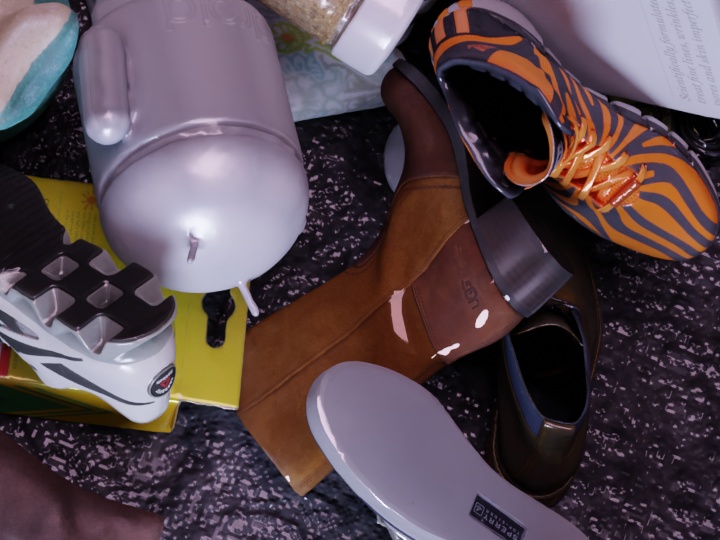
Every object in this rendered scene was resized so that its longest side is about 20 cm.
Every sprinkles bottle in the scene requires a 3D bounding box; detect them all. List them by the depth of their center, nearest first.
[{"bbox_3d":[-0.060,-0.186,1.539,0.200,0.068,0.068,32,65,-4],"label":"sprinkles bottle"}]

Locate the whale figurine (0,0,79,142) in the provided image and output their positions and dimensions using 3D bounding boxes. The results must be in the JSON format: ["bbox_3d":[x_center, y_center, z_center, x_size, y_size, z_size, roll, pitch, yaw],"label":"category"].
[{"bbox_3d":[-0.197,-0.115,1.546,0.104,0.200,0.159,39,83,-29],"label":"whale figurine"}]

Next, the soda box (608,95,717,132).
[{"bbox_3d":[0.166,-0.169,1.693,0.064,0.068,0.200,-14,70,-15],"label":"soda box"}]

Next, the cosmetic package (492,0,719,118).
[{"bbox_3d":[0.162,-0.218,1.555,0.165,0.165,0.200,13,60,29],"label":"cosmetic package"}]

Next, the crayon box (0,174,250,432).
[{"bbox_3d":[-0.162,0.017,1.562,0.200,0.051,0.127,8,65,-6],"label":"crayon box"}]

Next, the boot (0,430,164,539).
[{"bbox_3d":[-0.184,0.111,1.486,0.166,0.072,0.200,12,91,-11],"label":"boot"}]

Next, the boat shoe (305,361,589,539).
[{"bbox_3d":[0.041,0.124,1.511,0.200,0.066,0.072,36,58,-20],"label":"boat shoe"}]

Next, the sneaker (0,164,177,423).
[{"bbox_3d":[-0.173,0.016,1.497,0.074,0.089,0.200,-32,51,-27],"label":"sneaker"}]

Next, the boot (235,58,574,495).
[{"bbox_3d":[0.000,0.000,1.568,0.200,0.068,0.188,-38,61,12],"label":"boot"}]

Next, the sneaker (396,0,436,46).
[{"bbox_3d":[0.056,-0.224,1.651,0.076,0.115,0.201,35,45,-18],"label":"sneaker"}]

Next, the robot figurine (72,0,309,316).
[{"bbox_3d":[-0.092,-0.072,1.521,0.169,0.113,0.200,25,41,-45],"label":"robot figurine"}]

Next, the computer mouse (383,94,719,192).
[{"bbox_3d":[0.104,-0.086,1.615,0.200,0.044,0.110,-16,65,12],"label":"computer mouse"}]

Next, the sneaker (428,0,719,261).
[{"bbox_3d":[0.112,-0.057,1.518,0.200,0.078,0.112,36,22,-12],"label":"sneaker"}]

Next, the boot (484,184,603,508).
[{"bbox_3d":[0.108,0.026,1.580,0.075,0.097,0.200,4,66,-7],"label":"boot"}]

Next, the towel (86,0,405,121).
[{"bbox_3d":[-0.078,-0.174,1.664,0.171,0.048,0.200,-13,70,-14],"label":"towel"}]
